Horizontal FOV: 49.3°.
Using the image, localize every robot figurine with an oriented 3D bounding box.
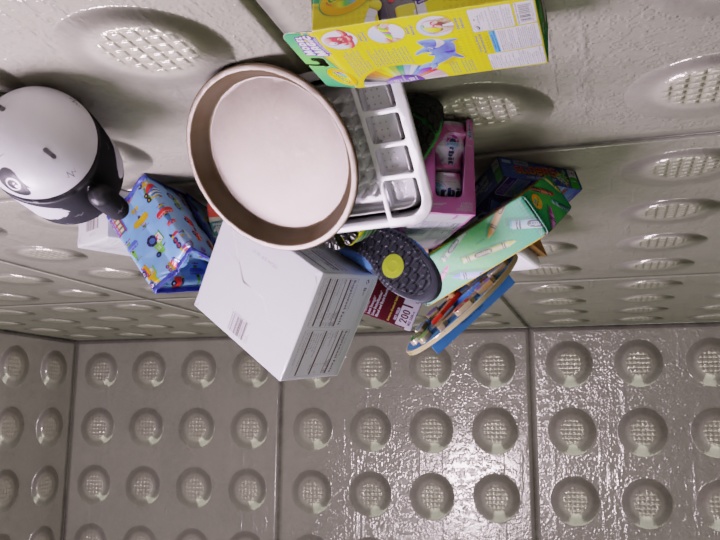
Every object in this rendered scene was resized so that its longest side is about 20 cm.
[{"bbox_3d":[-0.335,-0.120,0.861,0.150,0.125,0.200,-2,170,-3],"label":"robot figurine"}]

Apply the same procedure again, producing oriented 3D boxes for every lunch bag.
[{"bbox_3d":[-0.252,-0.042,1.176,0.094,0.151,0.200,-44,157,16],"label":"lunch bag"}]

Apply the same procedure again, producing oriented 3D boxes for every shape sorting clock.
[{"bbox_3d":[0.135,0.042,1.069,0.039,0.200,0.200,47,159,-6],"label":"shape sorting clock"}]

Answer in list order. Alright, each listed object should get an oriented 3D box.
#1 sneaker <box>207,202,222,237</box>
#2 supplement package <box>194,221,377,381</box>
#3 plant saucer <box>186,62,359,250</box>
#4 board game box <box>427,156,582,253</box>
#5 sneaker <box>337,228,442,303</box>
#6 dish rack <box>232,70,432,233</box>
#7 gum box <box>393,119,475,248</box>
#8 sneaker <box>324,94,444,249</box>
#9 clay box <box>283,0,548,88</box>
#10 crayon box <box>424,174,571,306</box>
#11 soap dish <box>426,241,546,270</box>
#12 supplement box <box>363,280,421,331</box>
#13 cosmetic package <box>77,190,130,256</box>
[{"bbox_3d":[-0.179,-0.068,1.213,0.070,0.094,0.200,-3,169,18],"label":"sneaker"},{"bbox_3d":[-0.103,0.027,1.044,0.200,0.156,0.111,35,-160,37],"label":"supplement package"},{"bbox_3d":[-0.088,-0.115,0.804,0.200,0.201,0.029,-6,-156,31],"label":"plant saucer"},{"bbox_3d":[0.200,-0.079,1.121,0.135,0.035,0.200,6,146,-27],"label":"board game box"},{"bbox_3d":[0.035,-0.021,0.982,0.200,0.066,0.078,35,-173,34],"label":"sneaker"},{"bbox_3d":[-0.025,-0.125,0.810,0.200,0.172,0.044,-5,-155,29],"label":"dish rack"},{"bbox_3d":[0.085,-0.103,0.970,0.066,0.114,0.200,2,170,-10],"label":"gum box"},{"bbox_3d":[0.025,-0.113,0.877,0.200,0.078,0.085,-51,165,27],"label":"sneaker"},{"bbox_3d":[0.047,-0.199,0.640,0.199,0.048,0.115,-2,169,18],"label":"clay box"},{"bbox_3d":[0.166,-0.039,1.027,0.200,0.058,0.119,-34,180,34],"label":"crayon box"},{"bbox_3d":[0.206,-0.047,1.354,0.199,0.081,0.157,-5,168,26],"label":"soap dish"},{"bbox_3d":[0.000,0.000,1.148,0.200,0.109,0.061,20,-166,-5],"label":"supplement box"},{"bbox_3d":[-0.339,-0.066,1.271,0.200,0.081,0.113,9,166,-44],"label":"cosmetic package"}]
